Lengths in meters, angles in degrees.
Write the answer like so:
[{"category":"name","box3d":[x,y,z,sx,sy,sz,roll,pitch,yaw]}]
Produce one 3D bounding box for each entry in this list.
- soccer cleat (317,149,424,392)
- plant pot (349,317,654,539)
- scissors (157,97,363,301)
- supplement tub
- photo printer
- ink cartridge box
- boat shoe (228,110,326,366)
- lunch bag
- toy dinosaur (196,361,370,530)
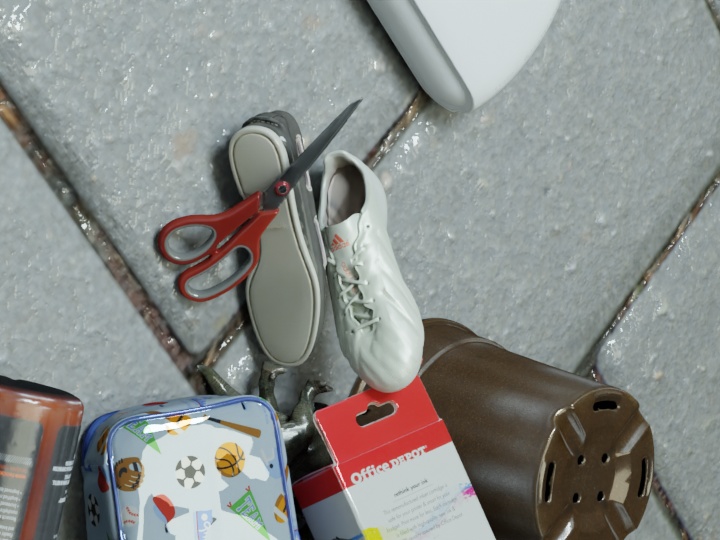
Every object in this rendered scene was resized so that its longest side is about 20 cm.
[{"category":"soccer cleat","box3d":[0.000,0.000,1.691,0.078,0.069,0.201,51,24,-56]},{"category":"plant pot","box3d":[0.121,0.151,1.799,0.200,0.198,0.201,-9,103,-44]},{"category":"scissors","box3d":[-0.063,-0.050,1.632,0.200,0.014,0.073,-34,116,8]},{"category":"supplement tub","box3d":[-0.259,0.173,1.490,0.107,0.107,0.201,14,88,-45]},{"category":"photo printer","box3d":[0.083,-0.240,1.778,0.167,0.069,0.200,-53,129,-24]},{"category":"ink cartridge box","box3d":[0.028,0.192,1.682,0.116,0.067,0.201,-19,83,-38]},{"category":"boat shoe","box3d":[-0.055,-0.026,1.684,0.057,0.067,0.201,-43,131,-55]},{"category":"lunch bag","box3d":[-0.118,0.194,1.615,0.160,0.075,0.201,-8,90,-29]},{"category":"toy dinosaur","box3d":[-0.055,0.136,1.708,0.200,0.077,0.103,42,62,-44]}]
